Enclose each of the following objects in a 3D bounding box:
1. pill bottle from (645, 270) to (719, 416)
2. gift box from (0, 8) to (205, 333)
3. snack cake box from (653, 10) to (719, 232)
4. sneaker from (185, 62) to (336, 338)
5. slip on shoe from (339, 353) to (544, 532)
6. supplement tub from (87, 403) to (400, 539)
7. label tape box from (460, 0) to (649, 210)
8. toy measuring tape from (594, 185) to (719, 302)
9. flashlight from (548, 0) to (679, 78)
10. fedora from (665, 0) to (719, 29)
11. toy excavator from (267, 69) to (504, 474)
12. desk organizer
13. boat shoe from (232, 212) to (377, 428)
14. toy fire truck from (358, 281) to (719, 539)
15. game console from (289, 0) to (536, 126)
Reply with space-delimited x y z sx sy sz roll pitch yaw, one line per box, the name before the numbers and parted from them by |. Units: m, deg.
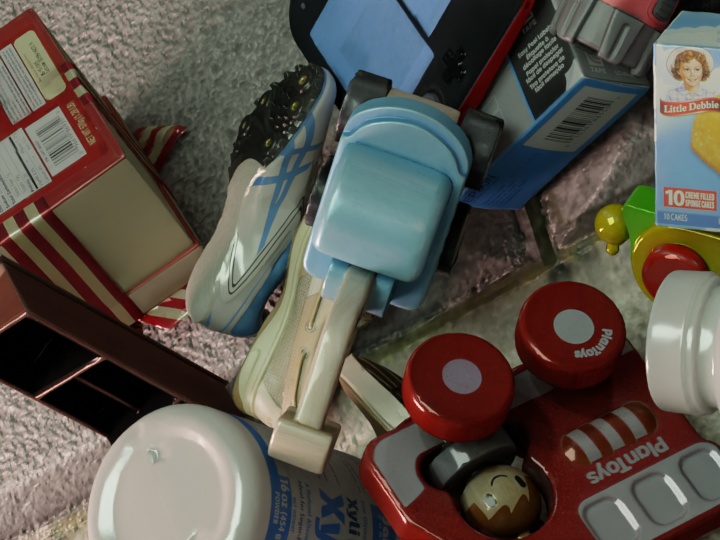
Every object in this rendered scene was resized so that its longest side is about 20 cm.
pill bottle | 0.270 0.050 1.518 0.199 0.113 0.113 5 79 27
gift box | -0.209 -0.045 1.849 0.200 0.187 0.185 -30 57 2
snack cake box | 0.273 -0.081 1.541 0.199 0.067 0.115 6 114 22
sneaker | -0.056 -0.047 1.791 0.201 0.072 0.072 -67 27 20
slip on shoe | 0.044 0.132 1.691 0.200 0.076 0.061 45 102 27
supplement tub | -0.065 0.164 1.674 0.132 0.200 0.132 -10 71 32
label tape box | 0.091 -0.161 1.720 0.143 0.066 0.201 -44 56 41
toy measuring tape | 0.235 0.002 1.611 0.199 0.074 0.074 17 86 19
flashlight | 0.184 -0.217 1.586 0.201 0.068 0.068 -65 9 5
fedora | 0.234 -0.212 1.644 0.200 0.092 0.201 -10 71 32
toy excavator | 0.000 0.000 1.616 0.100 0.200 0.195 21 119 4
desk organizer | -0.171 0.077 1.764 0.072 0.200 0.077 -53 32 10
boat shoe | -0.014 0.016 1.767 0.065 0.072 0.201 28 96 28
toy fire truck | 0.111 0.116 1.585 0.200 0.112 0.168 -24 61 -24
game console | 0.029 -0.173 1.726 0.200 0.031 0.177 58 133 38
